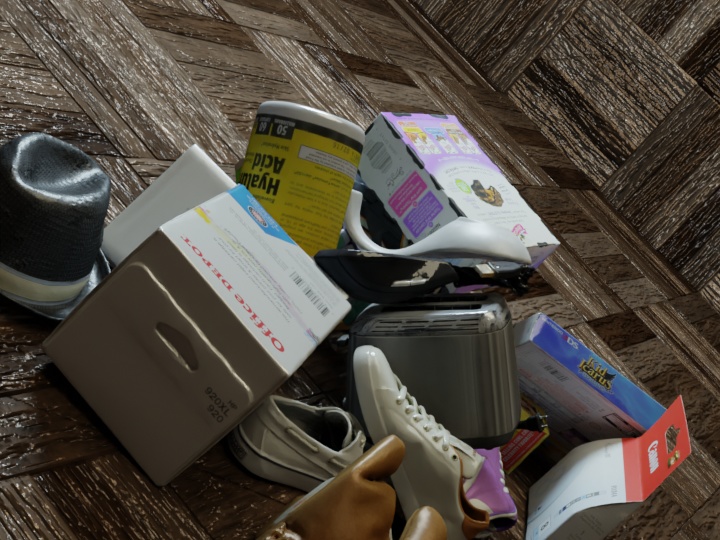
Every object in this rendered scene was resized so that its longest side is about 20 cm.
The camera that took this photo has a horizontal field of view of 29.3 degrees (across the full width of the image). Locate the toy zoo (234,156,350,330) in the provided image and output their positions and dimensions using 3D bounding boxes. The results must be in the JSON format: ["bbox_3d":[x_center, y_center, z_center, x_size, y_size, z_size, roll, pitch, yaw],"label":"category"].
[{"bbox_3d":[-0.066,-0.015,1.446,0.130,0.020,0.202,14,56,-38],"label":"toy zoo"}]

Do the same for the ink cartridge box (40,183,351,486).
[{"bbox_3d":[-0.124,0.045,1.099,0.147,0.144,0.200,48,18,0],"label":"ink cartridge box"}]

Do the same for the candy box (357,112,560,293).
[{"bbox_3d":[0.102,-0.076,1.503,0.201,0.072,0.167,53,28,19],"label":"candy box"}]

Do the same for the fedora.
[{"bbox_3d":[-0.260,-0.050,1.122,0.200,0.092,0.201,38,19,-16],"label":"fedora"}]

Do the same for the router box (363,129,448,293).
[{"bbox_3d":[0.042,-0.045,1.640,0.052,0.158,0.200,-30,69,-29],"label":"router box"}]

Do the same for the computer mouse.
[{"bbox_3d":[0.062,0.011,1.272,0.198,0.047,0.140,6,-3,-33],"label":"computer mouse"}]

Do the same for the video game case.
[{"bbox_3d":[0.214,0.140,1.560,0.199,0.181,0.046,37,56,-17],"label":"video game case"}]

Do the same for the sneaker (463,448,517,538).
[{"bbox_3d":[0.119,0.207,1.391,0.115,0.073,0.200,49,29,5],"label":"sneaker"}]

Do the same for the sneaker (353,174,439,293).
[{"bbox_3d":[0.034,-0.046,1.527,0.078,0.079,0.202,3,55,-54],"label":"sneaker"}]

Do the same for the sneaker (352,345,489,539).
[{"bbox_3d":[0.059,0.150,1.234,0.073,0.084,0.202,-61,129,-74],"label":"sneaker"}]

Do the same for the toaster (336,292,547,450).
[{"bbox_3d":[0.075,0.095,1.309,0.114,0.197,0.131,-40,127,-70],"label":"toaster"}]

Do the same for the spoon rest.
[{"bbox_3d":[0.072,-0.028,1.350,0.198,0.061,0.099,16,2,21],"label":"spoon rest"}]

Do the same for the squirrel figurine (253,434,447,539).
[{"bbox_3d":[0.002,0.251,0.991,0.188,0.141,0.200,54,33,2],"label":"squirrel figurine"}]

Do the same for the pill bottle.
[{"bbox_3d":[-0.071,-0.052,1.331,0.110,0.203,0.111,14,-3,1],"label":"pill bottle"}]

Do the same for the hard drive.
[{"bbox_3d":[-0.126,0.001,1.247,0.200,0.132,0.026,44,-16,4],"label":"hard drive"}]

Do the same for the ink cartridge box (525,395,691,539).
[{"bbox_3d":[0.253,0.212,1.430,0.047,0.200,0.160,41,18,-4],"label":"ink cartridge box"}]

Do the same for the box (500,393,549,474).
[{"bbox_3d":[0.110,0.135,1.508,0.199,0.075,0.050,38,21,-18],"label":"box"}]

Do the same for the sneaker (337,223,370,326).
[{"bbox_3d":[0.000,0.000,1.426,0.087,0.074,0.202,-27,86,-47],"label":"sneaker"}]

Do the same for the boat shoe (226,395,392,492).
[{"bbox_3d":[-0.028,0.151,1.200,0.199,0.066,0.072,26,24,-42],"label":"boat shoe"}]
